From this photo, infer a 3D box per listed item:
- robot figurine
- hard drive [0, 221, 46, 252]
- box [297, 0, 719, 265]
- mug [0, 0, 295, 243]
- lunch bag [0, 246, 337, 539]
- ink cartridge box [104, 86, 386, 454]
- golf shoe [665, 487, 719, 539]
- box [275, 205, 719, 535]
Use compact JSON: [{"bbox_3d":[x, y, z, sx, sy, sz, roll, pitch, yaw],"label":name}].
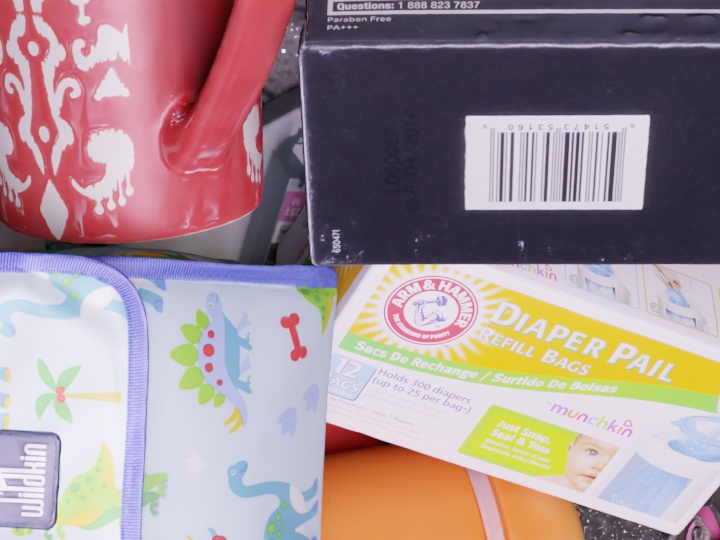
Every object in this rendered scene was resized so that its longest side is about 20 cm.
[{"bbox_3d":[0.015,0.136,1.120,0.199,0.144,0.117,-8,60,-12],"label":"robot figurine"},{"bbox_3d":[-0.157,0.030,1.065,0.026,0.132,0.201,-5,102,11],"label":"hard drive"},{"bbox_3d":[0.080,-0.110,0.994,0.199,0.199,0.124,1,137,2],"label":"box"},{"bbox_3d":[-0.094,-0.114,0.968,0.133,0.178,0.201,-5,108,-8],"label":"mug"},{"bbox_3d":[-0.113,0.075,0.971,0.199,0.127,0.171,4,89,-36],"label":"lunch bag"},{"bbox_3d":[0.000,0.000,1.158,0.199,0.044,0.174,-29,106,-11],"label":"ink cartridge box"},{"bbox_3d":[0.207,0.095,1.235,0.092,0.073,0.201,0,111,-36],"label":"golf shoe"},{"bbox_3d":[0.074,0.017,1.084,0.199,0.102,0.113,18,130,-18],"label":"box"}]
